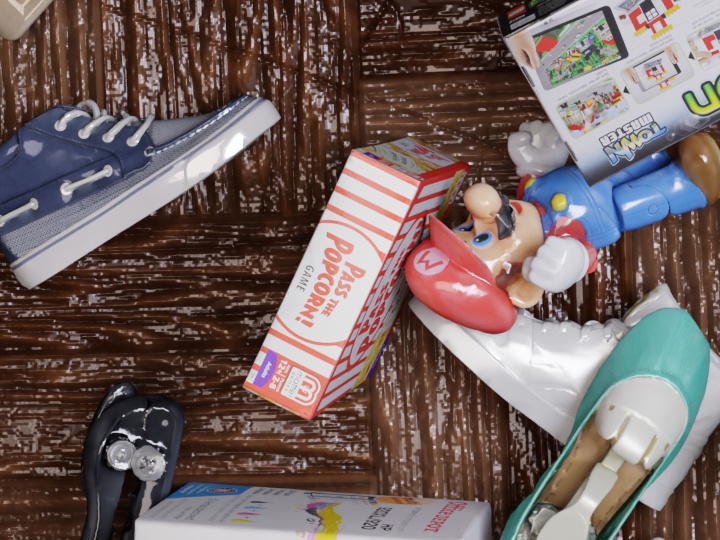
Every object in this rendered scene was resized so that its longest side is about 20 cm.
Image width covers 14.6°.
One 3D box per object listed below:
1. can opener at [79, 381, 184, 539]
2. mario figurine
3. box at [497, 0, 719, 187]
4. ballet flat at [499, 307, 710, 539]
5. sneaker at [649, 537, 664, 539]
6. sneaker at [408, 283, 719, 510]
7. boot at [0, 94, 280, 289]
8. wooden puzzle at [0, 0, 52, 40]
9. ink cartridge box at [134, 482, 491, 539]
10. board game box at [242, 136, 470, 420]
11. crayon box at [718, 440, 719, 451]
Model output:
[{"bbox_3d":[-0.154,0.171,1.760,0.063,0.079,0.200,11,89,-5],"label":"can opener"},{"bbox_3d":[0.112,-0.041,1.648,0.200,0.123,0.106,-29,86,-18],"label":"mario figurine"},{"bbox_3d":[0.190,-0.140,1.577,0.200,0.035,0.110,-27,117,10],"label":"box"},{"bbox_3d":[0.147,0.116,1.651,0.067,0.070,0.200,30,102,-6],"label":"ballet flat"},{"bbox_3d":[0.169,0.270,1.717,0.099,0.078,0.200,29,100,3],"label":"sneaker"},{"bbox_3d":[0.137,0.042,1.709,0.200,0.074,0.116,36,98,-4],"label":"sneaker"},{"bbox_3d":[-0.153,-0.075,1.745,0.200,0.073,0.090,-32,94,12],"label":"boot"},{"bbox_3d":[-0.220,-0.275,1.763,0.185,0.037,0.200,44,105,4],"label":"wooden puzzle"},{"bbox_3d":[-0.026,0.215,1.710,0.200,0.147,0.145,3,95,10],"label":"ink cartridge box"},{"bbox_3d":[0.000,0.000,1.660,0.046,0.200,0.152,26,100,7],"label":"board game box"},{"bbox_3d":[0.311,0.068,1.647,0.200,0.126,0.052,-28,89,11],"label":"crayon box"}]
